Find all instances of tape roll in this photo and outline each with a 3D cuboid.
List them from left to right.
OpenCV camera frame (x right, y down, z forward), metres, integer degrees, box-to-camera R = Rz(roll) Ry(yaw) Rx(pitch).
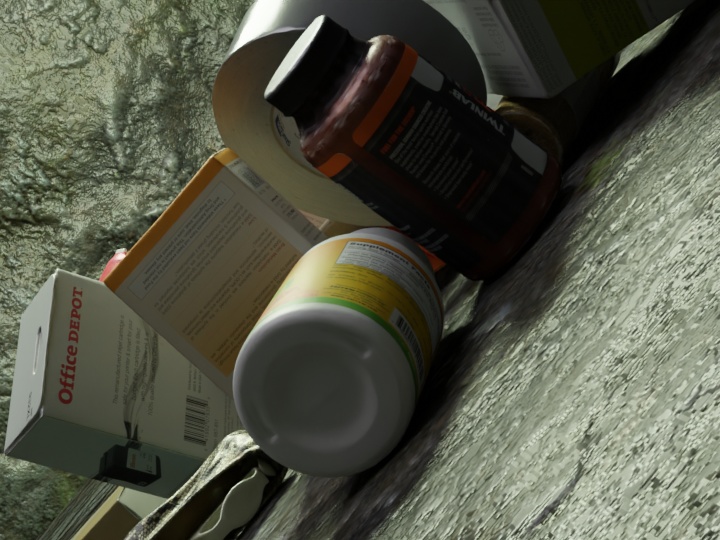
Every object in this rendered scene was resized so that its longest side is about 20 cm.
[{"bbox_3d":[-0.008,-0.124,1.322,0.200,0.200,0.066,-43,20,48],"label":"tape roll"}]

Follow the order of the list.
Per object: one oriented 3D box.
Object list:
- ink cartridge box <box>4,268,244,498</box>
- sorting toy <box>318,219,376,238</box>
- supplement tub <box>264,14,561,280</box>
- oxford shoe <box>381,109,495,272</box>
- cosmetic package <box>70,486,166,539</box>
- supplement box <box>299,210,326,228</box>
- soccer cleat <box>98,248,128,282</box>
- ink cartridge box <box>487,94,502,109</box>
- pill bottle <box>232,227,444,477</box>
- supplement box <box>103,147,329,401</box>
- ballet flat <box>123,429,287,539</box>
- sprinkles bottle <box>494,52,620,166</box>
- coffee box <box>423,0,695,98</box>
[{"bbox_3d":[-0.188,0.103,1.486,0.084,0.199,0.146,-44,37,44],"label":"ink cartridge box"},{"bbox_3d":[0.000,0.000,1.514,0.185,0.037,0.200,-47,-19,25],"label":"sorting toy"},{"bbox_3d":[0.033,-0.088,1.206,0.107,0.200,0.107,-50,14,17],"label":"supplement tub"},{"bbox_3d":[0.074,-0.044,1.441,0.200,0.071,0.073,-48,-17,-33],"label":"oxford shoe"},{"bbox_3d":[-0.248,0.281,1.617,0.200,0.071,0.105,-48,5,13],"label":"cosmetic package"},{"bbox_3d":[-0.037,-0.045,1.651,0.201,0.073,0.126,-70,-17,9],"label":"supplement box"},{"bbox_3d":[-0.145,0.028,1.574,0.067,0.199,0.077,58,-137,-61],"label":"soccer cleat"},{"bbox_3d":[0.129,-0.214,1.609,0.200,0.148,0.086,-48,-16,8],"label":"ink cartridge box"},{"bbox_3d":[-0.006,0.042,1.133,0.111,0.111,0.200,-46,6,22],"label":"pill bottle"},{"bbox_3d":[-0.068,0.024,1.280,0.126,0.200,0.074,-47,3,9],"label":"supplement box"},{"bbox_3d":[-0.123,0.196,1.295,0.200,0.068,0.075,-48,20,-22],"label":"ballet flat"},{"bbox_3d":[0.150,-0.136,1.376,0.068,0.068,0.200,-45,7,37],"label":"sprinkles bottle"},{"bbox_3d":[0.131,-0.266,1.313,0.197,0.200,0.200,-34,18,-13],"label":"coffee box"}]
